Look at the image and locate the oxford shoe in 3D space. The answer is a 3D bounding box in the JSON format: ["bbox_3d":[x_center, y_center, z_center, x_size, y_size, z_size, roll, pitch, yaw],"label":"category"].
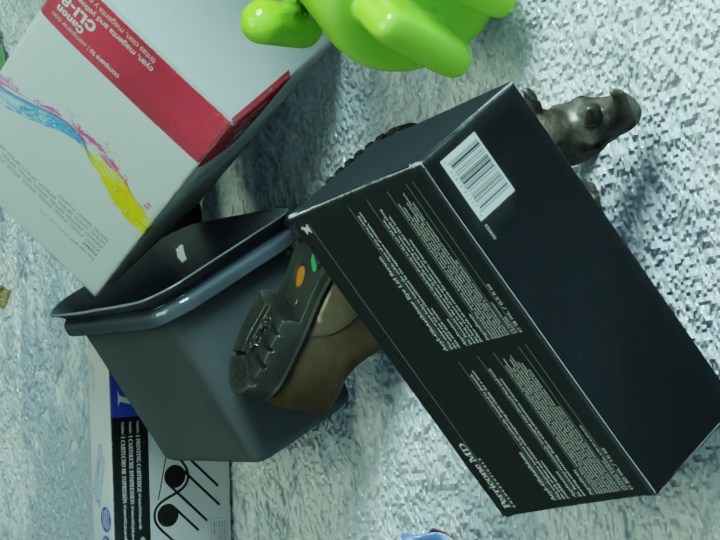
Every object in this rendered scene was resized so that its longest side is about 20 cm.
[{"bbox_3d":[0.000,0.000,1.433,0.201,0.084,0.073,-59,25,20],"label":"oxford shoe"}]

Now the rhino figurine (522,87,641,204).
[{"bbox_3d":[0.085,-0.052,1.241,0.200,0.087,0.060,-38,60,57],"label":"rhino figurine"}]

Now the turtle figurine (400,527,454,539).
[{"bbox_3d":[0.001,0.260,1.373,0.194,0.143,0.201,145,122,-62],"label":"turtle figurine"}]

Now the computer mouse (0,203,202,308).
[{"bbox_3d":[-0.205,-0.023,1.648,0.141,0.200,0.046,-57,37,7],"label":"computer mouse"}]

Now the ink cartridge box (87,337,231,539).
[{"bbox_3d":[-0.145,0.111,1.681,0.044,0.094,0.201,3,96,61],"label":"ink cartridge box"}]

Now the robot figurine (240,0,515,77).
[{"bbox_3d":[0.009,-0.192,1.338,0.176,0.115,0.200,-54,41,19],"label":"robot figurine"}]

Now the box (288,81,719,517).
[{"bbox_3d":[0.074,0.020,1.180,0.200,0.079,0.141,54,149,-10],"label":"box"}]

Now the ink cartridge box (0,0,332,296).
[{"bbox_3d":[-0.144,-0.115,1.521,0.145,0.145,0.200,43,131,0],"label":"ink cartridge box"}]

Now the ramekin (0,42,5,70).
[{"bbox_3d":[-0.394,-0.140,2.116,0.200,0.097,0.201,10,101,62],"label":"ramekin"}]

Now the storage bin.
[{"bbox_3d":[-0.092,0.047,1.556,0.200,0.145,0.135,-6,115,61],"label":"storage bin"}]
